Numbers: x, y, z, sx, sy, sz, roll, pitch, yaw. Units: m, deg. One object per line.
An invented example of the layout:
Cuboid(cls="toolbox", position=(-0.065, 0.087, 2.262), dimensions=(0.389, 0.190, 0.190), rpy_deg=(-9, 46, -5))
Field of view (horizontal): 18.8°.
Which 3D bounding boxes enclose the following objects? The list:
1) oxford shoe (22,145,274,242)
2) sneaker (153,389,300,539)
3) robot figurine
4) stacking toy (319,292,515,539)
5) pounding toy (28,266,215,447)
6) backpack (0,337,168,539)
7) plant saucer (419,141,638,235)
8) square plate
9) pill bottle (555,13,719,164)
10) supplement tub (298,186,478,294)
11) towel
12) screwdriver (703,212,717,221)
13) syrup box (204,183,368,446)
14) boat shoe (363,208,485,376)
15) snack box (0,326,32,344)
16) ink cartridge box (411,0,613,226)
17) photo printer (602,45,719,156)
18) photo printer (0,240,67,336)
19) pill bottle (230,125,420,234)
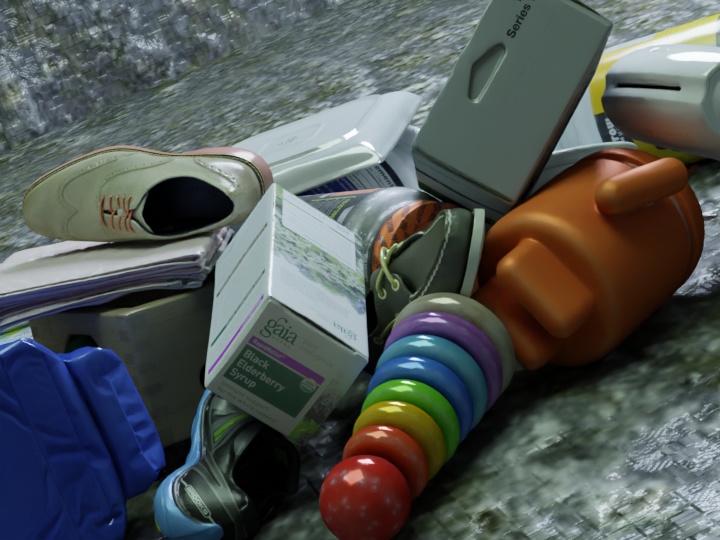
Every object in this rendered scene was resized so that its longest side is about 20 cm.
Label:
Cuboid(cls="oxford shoe", position=(-0.168, -0.054, 1.609), dimensions=(0.200, 0.071, 0.074), rpy_deg=(-9, 13, 19))
Cuboid(cls="sneaker", position=(-0.073, 0.126, 1.423), dimensions=(0.083, 0.071, 0.200), rpy_deg=(-12, 22, 16))
Cuboid(cls="robot figurine", position=(0.158, -0.012, 1.459), dimensions=(0.117, 0.144, 0.200), rpy_deg=(14, 33, 33))
Cuboid(cls="stacking toy", position=(0.027, 0.096, 1.336), dimensions=(0.085, 0.085, 0.200), rpy_deg=(-14, 22, 31))
Cuboid(cls="pounding toy", position=(-0.155, 0.083, 1.615), dimensions=(0.200, 0.142, 0.184), rpy_deg=(-19, 10, -33))
Cuboid(cls="backpack", position=(-0.231, 0.134, 1.454), dimensions=(0.168, 0.163, 0.200), rpy_deg=(-19, -2, -25))
Cuboid(cls="plant saucer", position=(0.127, -0.051, 1.720), dimensions=(0.200, 0.050, 0.200), rpy_deg=(-13, -6, -1))
Cuboid(cls="square plate", position=(-0.056, -0.096, 1.809), dimensions=(0.198, 0.028, 0.200), rpy_deg=(-18, 14, 17))
Cuboid(cls="pill bottle", position=(0.244, -0.138, 1.800), dimensions=(0.200, 0.112, 0.112), rpy_deg=(-16, 15, 27))
Cuboid(cls="supplement tub", position=(0.000, 0.000, 1.647), dimensions=(0.122, 0.123, 0.200), rpy_deg=(-31, 16, -31))
Cuboid(cls="towel", position=(-0.195, 0.001, 1.623), dimensions=(0.191, 0.032, 0.200), rpy_deg=(-11, 9, 5))
Cuboid(cls="screwdriver", position=(0.186, -0.026, 1.636), dimensions=(0.029, 0.028, 0.200), rpy_deg=(3, -9, -38))
Cuboid(cls="syrup box", position=(-0.049, 0.026, 1.453), dimensions=(0.081, 0.079, 0.200), rpy_deg=(-53, 15, 20))
Cuboid(cls="boat shoe", position=(0.033, 0.017, 1.463), dimensions=(0.202, 0.060, 0.072), rpy_deg=(118, 168, -57))
Cuboid(cls="snack box", position=(-0.292, 0.101, 1.841), dimensions=(0.200, 0.068, 0.169), rpy_deg=(-15, 15, 24))
Cuboid(cls="ink cartridge box", position=(0.104, -0.115, 1.525), dimensions=(0.147, 0.083, 0.200), rpy_deg=(-61, -5, -2))
Cuboid(cls="photo printer", position=(0.276, -0.108, 1.508), dimensions=(0.200, 0.070, 0.166), rpy_deg=(11, 2, -20))
Cuboid(cls="photo printer", position=(-0.248, 0.016, 1.984), dimensions=(0.200, 0.070, 0.166), rpy_deg=(-20, -12, 12))
Cuboid(cls="pill bottle", position=(-0.017, -0.042, 1.843), dimensions=(0.200, 0.116, 0.116), rpy_deg=(-31, 16, -32))
